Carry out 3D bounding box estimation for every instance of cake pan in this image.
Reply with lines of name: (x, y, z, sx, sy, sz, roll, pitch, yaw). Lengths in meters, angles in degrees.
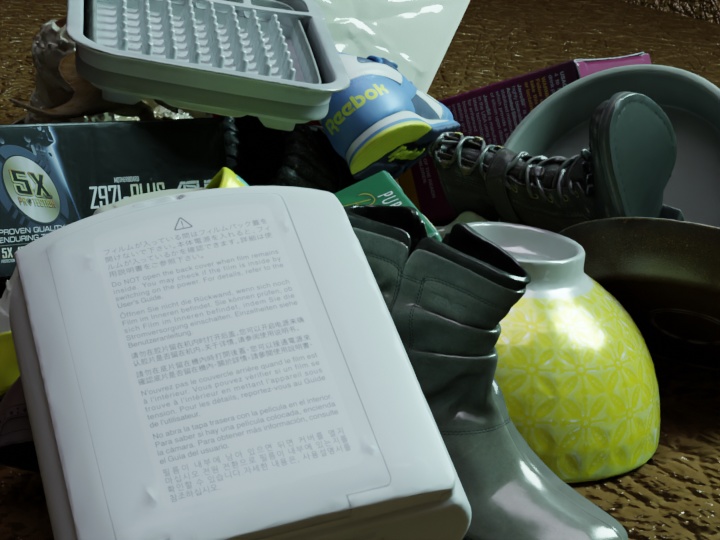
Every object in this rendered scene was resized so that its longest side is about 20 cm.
cake pan: (0.190, -0.059, 1.051, 0.200, 0.200, 0.037, 20, -16, 37)

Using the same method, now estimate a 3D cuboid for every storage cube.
storage cube: (-0.044, -0.196, 1.229, 0.171, 0.200, 0.180, 31, -14, -26)

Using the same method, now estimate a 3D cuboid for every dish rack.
dish rack: (-0.103, -0.143, 0.908, 0.171, 0.044, 0.200, 9, 25, -15)

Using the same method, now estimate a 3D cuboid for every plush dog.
plush dog: (-0.165, -0.080, 1.085, 0.172, 0.161, 0.200, 31, 1, 25)

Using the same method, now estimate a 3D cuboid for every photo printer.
photo printer: (-0.062, 0.048, 0.626, 0.166, 0.070, 0.200, -12, 52, -15)

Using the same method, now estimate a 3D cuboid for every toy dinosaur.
toy dinosaur: (-0.159, -0.121, 0.962, 0.101, 0.058, 0.200, 20, 35, 3)

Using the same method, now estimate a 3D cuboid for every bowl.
bowl: (0.085, 0.034, 0.842, 0.200, 0.108, 0.200, 7, 17, -2)

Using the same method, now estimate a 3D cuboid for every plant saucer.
plant saucer: (0.212, 0.024, 0.908, 0.200, 0.032, 0.200, 17, -17, 5)

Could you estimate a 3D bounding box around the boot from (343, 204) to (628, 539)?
boot: (0.053, 0.055, 0.686, 0.200, 0.131, 0.068, 29, 23, 24)

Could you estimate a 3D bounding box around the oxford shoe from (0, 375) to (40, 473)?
oxford shoe: (-0.078, 0.097, 0.677, 0.200, 0.071, 0.073, 17, 52, 10)

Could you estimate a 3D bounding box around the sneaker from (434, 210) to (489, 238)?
sneaker: (0.000, 0.000, 0.962, 0.200, 0.081, 0.077, -3, 21, -27)

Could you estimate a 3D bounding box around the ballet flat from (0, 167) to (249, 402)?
ballet flat: (-0.141, 0.005, 0.765, 0.200, 0.067, 0.067, -27, 24, -6)

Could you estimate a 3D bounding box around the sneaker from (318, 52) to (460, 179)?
sneaker: (0.015, -0.112, 1.014, 0.082, 0.074, 0.200, 51, 8, 7)

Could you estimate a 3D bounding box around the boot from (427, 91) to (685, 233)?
boot: (0.119, -0.059, 0.948, 0.174, 0.200, 0.069, 20, 65, 30)

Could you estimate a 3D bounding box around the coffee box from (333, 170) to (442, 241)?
coffee box: (-0.053, 0.018, 0.798, 0.200, 0.044, 0.123, -26, 23, -5)

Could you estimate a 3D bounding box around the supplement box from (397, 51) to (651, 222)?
supplement box: (0.143, -0.111, 1.228, 0.200, 0.103, 0.131, -13, 1, 40)

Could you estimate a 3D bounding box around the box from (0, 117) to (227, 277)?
box: (-0.200, -0.039, 0.891, 0.164, 0.086, 0.200, -7, 1, -37)

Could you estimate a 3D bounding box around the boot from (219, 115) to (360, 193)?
boot: (-0.054, -0.080, 1.051, 0.158, 0.079, 0.211, 35, 5, -41)
